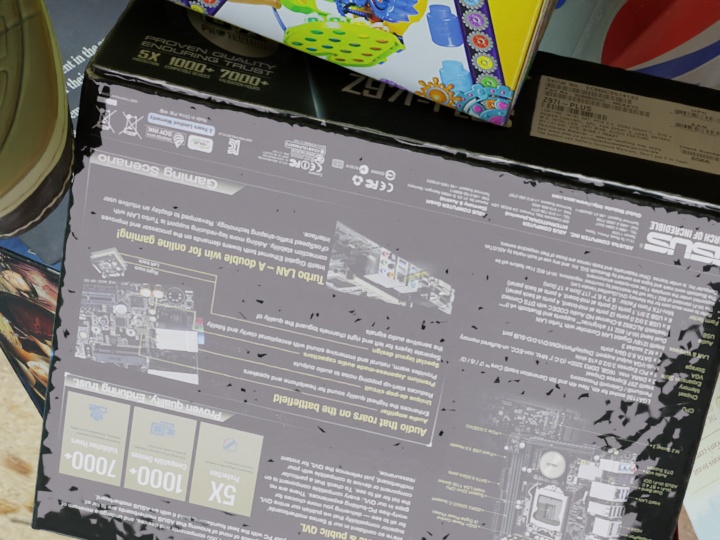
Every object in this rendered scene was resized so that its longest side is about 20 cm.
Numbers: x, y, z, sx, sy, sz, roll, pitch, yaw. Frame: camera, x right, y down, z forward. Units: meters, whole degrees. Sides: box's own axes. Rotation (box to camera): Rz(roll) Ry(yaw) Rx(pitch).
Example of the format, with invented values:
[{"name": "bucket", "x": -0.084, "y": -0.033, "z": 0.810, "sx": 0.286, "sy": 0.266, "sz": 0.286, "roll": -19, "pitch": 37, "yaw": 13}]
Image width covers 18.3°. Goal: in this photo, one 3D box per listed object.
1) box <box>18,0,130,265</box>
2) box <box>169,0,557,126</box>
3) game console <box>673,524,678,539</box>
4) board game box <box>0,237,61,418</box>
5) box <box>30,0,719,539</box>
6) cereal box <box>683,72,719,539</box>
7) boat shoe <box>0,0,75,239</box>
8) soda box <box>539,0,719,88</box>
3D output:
[{"name": "box", "x": -0.120, "y": -0.121, "z": 0.818, "sx": 0.147, "sy": 0.105, "sz": 0.200, "roll": -24, "pitch": 120, "yaw": 40}, {"name": "box", "x": -0.005, "y": -0.181, "z": 0.655, "sx": 0.191, "sy": 0.201, "sz": 0.122, "roll": 21, "pitch": 142, "yaw": 5}, {"name": "game console", "x": 0.031, "y": 0.081, "z": 1.006, "sx": 0.118, "sy": 0.174, "sz": 0.199, "roll": 20, "pitch": 151, "yaw": -40}, {"name": "board game box", "x": -0.117, "y": 0.052, "z": 1.076, "sx": 0.135, "sy": 0.035, "sz": 0.201, "roll": 19, "pitch": 146, "yaw": 39}, {"name": "box", "x": 0.010, "y": 0.015, "z": 0.695, "sx": 0.198, "sy": 0.086, "sz": 0.165, "roll": 12, "pitch": 118, "yaw": 4}, {"name": "cereal box", "x": 0.150, "y": 0.004, "z": 0.816, "sx": 0.144, "sy": 0.039, "sz": 0.201, "roll": -38, "pitch": 68, "yaw": 49}, {"name": "boat shoe", "x": -0.129, "y": -0.073, "z": 0.687, "sx": 0.201, "sy": 0.072, "sz": 0.066, "roll": 50, "pitch": 179, "yaw": 41}, {"name": "soda box", "x": 0.107, "y": -0.108, "z": 0.762, "sx": 0.063, "sy": 0.069, "sz": 0.200, "roll": -4, "pitch": 155, "yaw": -35}]
